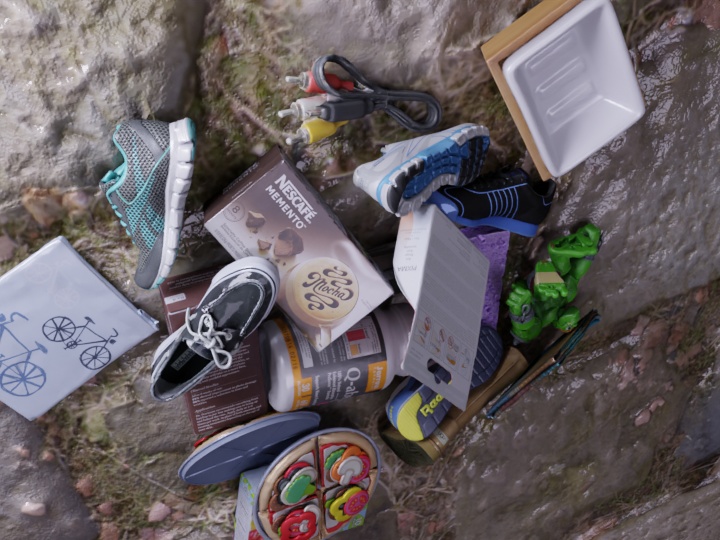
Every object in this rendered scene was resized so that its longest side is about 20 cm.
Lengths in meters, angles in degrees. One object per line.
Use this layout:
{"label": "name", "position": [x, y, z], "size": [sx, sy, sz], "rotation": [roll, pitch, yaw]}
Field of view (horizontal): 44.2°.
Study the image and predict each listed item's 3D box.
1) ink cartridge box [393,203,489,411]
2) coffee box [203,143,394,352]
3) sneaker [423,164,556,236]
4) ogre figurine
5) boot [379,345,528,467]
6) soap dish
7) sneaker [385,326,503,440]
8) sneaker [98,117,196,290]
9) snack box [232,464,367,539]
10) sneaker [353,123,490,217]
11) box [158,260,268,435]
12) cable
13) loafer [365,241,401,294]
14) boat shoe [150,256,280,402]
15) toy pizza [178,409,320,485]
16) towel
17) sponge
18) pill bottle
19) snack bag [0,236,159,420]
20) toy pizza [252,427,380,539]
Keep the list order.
{"label": "ink cartridge box", "position": [0.089, 0.046, 1.046], "size": [0.162, 0.050, 0.201], "rotation": [38, 59, -49]}
{"label": "coffee box", "position": [-0.069, -0.025, 0.990], "size": [0.113, 0.080, 0.200], "rotation": [-37, 111, 5]}
{"label": "sneaker", "position": [0.161, -0.097, 1.107], "size": [0.199, 0.070, 0.078], "rotation": [6, 117, -38]}
{"label": "ogre figurine", "position": [0.263, 0.025, 1.226], "size": [0.098, 0.200, 0.120], "rotation": [18, 139, 14]}
{"label": "boot", "position": [0.136, 0.197, 1.293], "size": [0.200, 0.175, 0.066], "rotation": [-42, 100, -21]}
{"label": "soap dish", "position": [0.237, -0.224, 1.039], "size": [0.157, 0.081, 0.200], "rotation": [-36, 132, 2]}
{"label": "sneaker", "position": [0.111, 0.145, 1.224], "size": [0.200, 0.082, 0.074], "rotation": [-39, 106, -17]}
{"label": "sneaker", "position": [-0.229, -0.073, 0.933], "size": [0.091, 0.078, 0.201], "rotation": [9, 117, -14]}
{"label": "snack box", "position": [-0.081, 0.336, 1.300], "size": [0.199, 0.053, 0.143], "rotation": [-9, 129, -29]}
{"label": "sneaker", "position": [0.072, -0.132, 1.033], "size": [0.200, 0.087, 0.075], "rotation": [-26, 131, -39]}
{"label": "box", "position": [-0.176, 0.096, 1.072], "size": [0.100, 0.075, 0.201], "rotation": [-14, 131, -16]}
{"label": "cable", "position": [0.004, -0.193, 0.985], "size": [0.199, 0.050, 0.098], "rotation": [-11, 114, -35]}
{"label": "loafer", "position": [0.000, 0.000, 1.109], "size": [0.199, 0.063, 0.072], "rotation": [-9, 151, -17]}
{"label": "boat shoe", "position": [-0.161, 0.068, 0.950], "size": [0.199, 0.068, 0.074], "rotation": [-39, 112, 21]}
{"label": "toy pizza", "position": [-0.148, 0.228, 1.179], "size": [0.200, 0.032, 0.200], "rotation": [-22, 157, -10]}
{"label": "towel", "position": [0.263, 0.134, 1.263], "size": [0.147, 0.022, 0.200], "rotation": [-49, 169, 33]}
{"label": "sponge", "position": [0.140, 0.031, 1.211], "size": [0.111, 0.030, 0.201], "rotation": [-13, 128, -17]}
{"label": "pill bottle", "position": [-0.024, 0.104, 1.126], "size": [0.199, 0.116, 0.117], "rotation": [-10, 128, -20]}
{"label": "snack bag", "position": [-0.356, 0.065, 0.992], "size": [0.200, 0.021, 0.189], "rotation": [-35, 133, 2]}
{"label": "toy pizza", "position": [-0.054, 0.307, 1.228], "size": [0.199, 0.032, 0.201], "rotation": [-16, 123, -25]}
